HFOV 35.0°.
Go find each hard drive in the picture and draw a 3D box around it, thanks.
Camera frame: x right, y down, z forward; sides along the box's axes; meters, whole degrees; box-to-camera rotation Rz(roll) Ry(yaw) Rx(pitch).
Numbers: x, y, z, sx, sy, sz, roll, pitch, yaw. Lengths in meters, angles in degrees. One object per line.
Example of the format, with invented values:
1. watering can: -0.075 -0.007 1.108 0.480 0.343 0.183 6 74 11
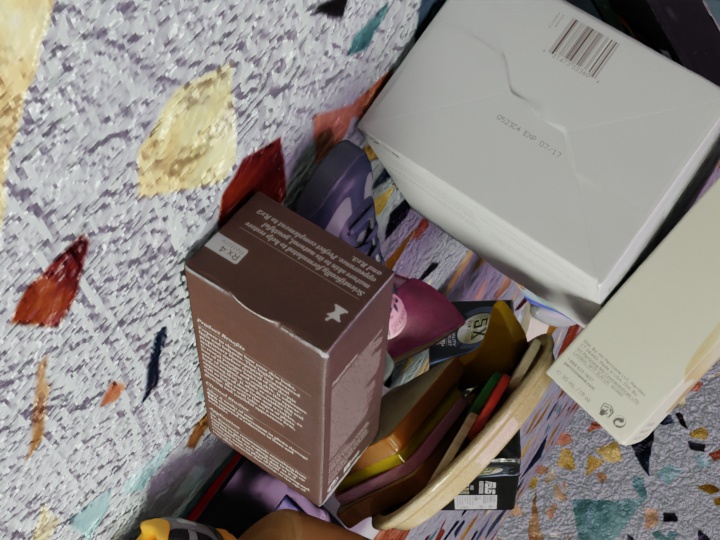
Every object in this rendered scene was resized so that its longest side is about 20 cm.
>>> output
1. hard drive: 0.207 -0.174 0.799 0.038 0.200 0.140 -35 -163 4

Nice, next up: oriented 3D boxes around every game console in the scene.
1. game console: -0.078 0.254 0.877 0.177 0.031 0.200 -51 126 -19

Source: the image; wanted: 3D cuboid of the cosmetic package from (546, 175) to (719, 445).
1. cosmetic package: 0.221 0.017 0.746 0.200 0.071 0.105 -51 160 12

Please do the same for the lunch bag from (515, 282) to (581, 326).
1. lunch bag: 0.224 -0.012 0.969 0.124 0.200 0.170 -55 144 -6

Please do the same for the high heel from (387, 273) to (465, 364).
1. high heel: 0.001 0.093 0.883 0.200 0.096 0.067 -63 162 11

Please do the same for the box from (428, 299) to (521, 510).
1. box: 0.115 0.143 1.164 0.200 0.086 0.164 78 11 -64

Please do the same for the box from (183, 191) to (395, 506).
1. box: -0.043 0.055 0.704 0.075 0.100 0.200 -49 161 -28

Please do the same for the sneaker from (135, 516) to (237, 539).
1. sneaker: -0.164 0.241 0.742 0.200 0.078 0.077 -54 139 -11

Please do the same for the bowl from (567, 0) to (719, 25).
1. bowl: 0.226 -0.175 0.963 0.201 0.105 0.201 -166 -90 -70

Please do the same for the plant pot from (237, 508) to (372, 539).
1. plant pot: -0.034 0.259 0.786 0.200 0.140 0.200 -46 -164 18

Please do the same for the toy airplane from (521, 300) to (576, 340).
1. toy airplane: 0.218 -0.040 1.168 0.199 0.141 0.200 -54 153 -32

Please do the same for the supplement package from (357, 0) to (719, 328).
1. supplement package: 0.133 -0.077 0.799 0.147 0.191 0.200 -54 162 -3

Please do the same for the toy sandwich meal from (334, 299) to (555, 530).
1. toy sandwich meal: 0.055 0.103 0.816 0.205 0.070 0.205 -47 179 -1

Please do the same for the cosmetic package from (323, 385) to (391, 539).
1. cosmetic package: -0.024 0.205 1.021 0.200 0.081 0.113 -49 157 -26

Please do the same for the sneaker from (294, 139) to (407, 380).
1. sneaker: 0.000 0.000 0.755 0.070 0.082 0.200 -47 158 -31
